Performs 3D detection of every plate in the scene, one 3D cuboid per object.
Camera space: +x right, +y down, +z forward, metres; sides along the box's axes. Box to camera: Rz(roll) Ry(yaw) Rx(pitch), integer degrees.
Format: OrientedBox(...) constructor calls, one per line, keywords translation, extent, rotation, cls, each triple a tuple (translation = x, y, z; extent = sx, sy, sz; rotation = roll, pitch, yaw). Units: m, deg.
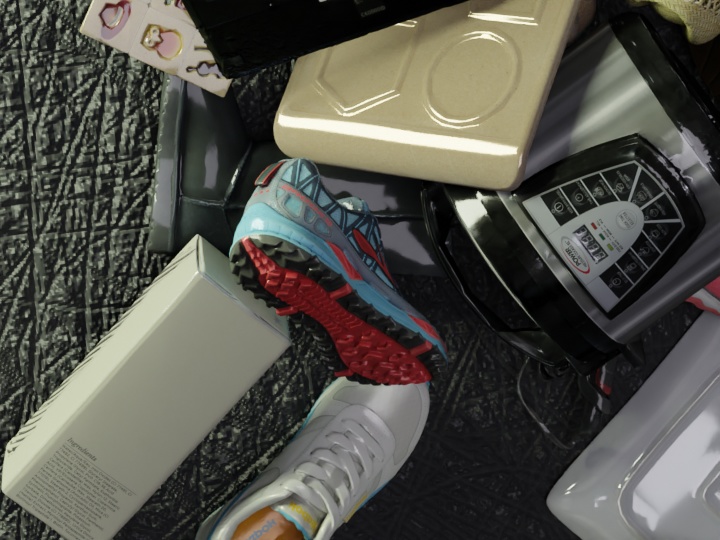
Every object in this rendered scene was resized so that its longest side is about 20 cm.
OrientedBox(translation=(0.264, 0.151, 1.535), extent=(0.199, 0.032, 0.200), rotation=(41, 89, -12), cls="plate")

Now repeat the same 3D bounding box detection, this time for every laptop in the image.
OrientedBox(translation=(-0.040, -0.242, 1.326), extent=(0.176, 0.104, 0.200), rotation=(-17, 130, 15), cls="laptop")

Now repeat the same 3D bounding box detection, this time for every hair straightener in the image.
OrientedBox(translation=(0.148, 0.023, 1.499), extent=(0.077, 0.041, 0.201), rotation=(13, 100, 20), cls="hair straightener")

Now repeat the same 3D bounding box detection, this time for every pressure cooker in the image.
OrientedBox(translation=(0.144, -0.040, 1.385), extent=(0.200, 0.176, 0.179), rotation=(-35, 143, 13), cls="pressure cooker")

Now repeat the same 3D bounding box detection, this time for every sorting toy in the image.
OrientedBox(translation=(0.052, -0.152, 1.367), extent=(0.036, 0.184, 0.201), rotation=(32, 72, -54), cls="sorting toy")

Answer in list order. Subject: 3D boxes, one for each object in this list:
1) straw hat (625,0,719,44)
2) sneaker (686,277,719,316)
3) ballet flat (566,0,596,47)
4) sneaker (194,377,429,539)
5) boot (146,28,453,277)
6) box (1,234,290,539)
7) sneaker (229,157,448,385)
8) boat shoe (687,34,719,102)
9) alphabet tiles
OrientedBox(translation=(0.205, -0.187, 1.352), extent=(0.200, 0.201, 0.085), rotation=(26, 107, -12), cls="straw hat")
OrientedBox(translation=(0.290, 0.020, 1.482), extent=(0.200, 0.087, 0.074), rotation=(33, 64, -12), cls="sneaker")
OrientedBox(translation=(0.082, -0.226, 1.431), extent=(0.067, 0.068, 0.200), rotation=(-28, 80, -40), cls="ballet flat")
OrientedBox(translation=(-0.025, 0.142, 1.461), extent=(0.076, 0.081, 0.200), rotation=(43, 88, -11), cls="sneaker")
OrientedBox(translation=(-0.032, -0.080, 1.435), extent=(0.199, 0.066, 0.166), rotation=(5, 106, -7), cls="boot")
OrientedBox(translation=(-0.139, 0.081, 1.414), extent=(0.082, 0.068, 0.200), rotation=(40, 103, -19), cls="box")
OrientedBox(translation=(0.000, 0.000, 1.391), extent=(0.200, 0.079, 0.096), rotation=(45, 46, -43), cls="sneaker")
OrientedBox(translation=(0.245, -0.181, 1.449), extent=(0.065, 0.072, 0.201), rotation=(-23, 78, -15), cls="boat shoe")
OrientedBox(translation=(-0.088, -0.217, 1.359), extent=(0.167, 0.008, 0.201), rotation=(24, 99, -12), cls="alphabet tiles")
